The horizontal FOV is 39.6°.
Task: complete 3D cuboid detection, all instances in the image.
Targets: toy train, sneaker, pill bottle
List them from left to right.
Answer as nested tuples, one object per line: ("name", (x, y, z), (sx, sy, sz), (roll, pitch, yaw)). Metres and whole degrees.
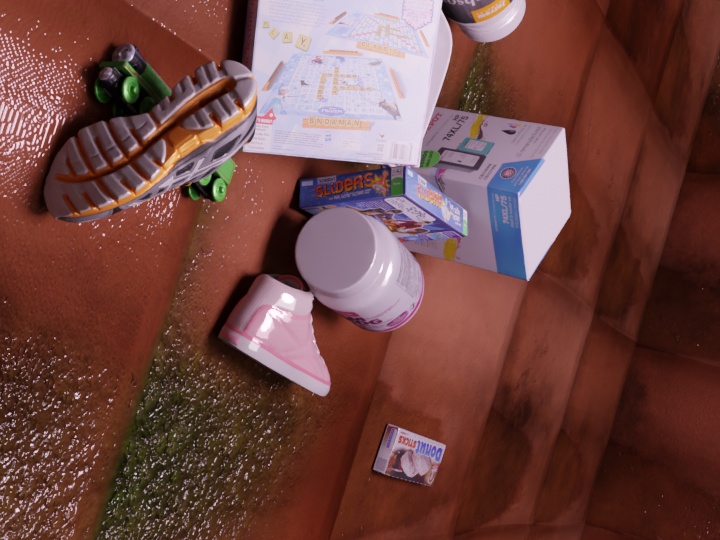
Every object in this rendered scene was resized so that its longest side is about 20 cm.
("sneaker", (-0.167, -0.093, 0.832), (0.199, 0.079, 0.077), (-29, 158, -7))
("toy train", (-0.171, -0.129, 0.902), (0.200, 0.041, 0.057), (53, 48, -55))
("sneaker", (-0.074, 0.070, 1.129), (0.105, 0.075, 0.200), (-63, 145, -11))
("pill bottle", (0.000, 0.000, 1.162), (0.115, 0.112, 0.200), (-70, 160, -8))
("pill bottle", (0.138, -0.380, 1.249), (0.200, 0.115, 0.117), (43, 66, -58))

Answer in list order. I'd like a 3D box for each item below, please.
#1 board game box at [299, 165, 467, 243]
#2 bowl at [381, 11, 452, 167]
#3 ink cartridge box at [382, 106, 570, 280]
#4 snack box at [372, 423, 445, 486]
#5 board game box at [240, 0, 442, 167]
("board game box", (0.032, -0.072, 1.185), (0.200, 0.134, 0.035), (26, 62, -62))
("bowl", (0.023, -0.234, 1.158), (0.200, 0.074, 0.202), (35, 73, -59))
("ink cartridge box", (0.156, -0.106, 1.325), (0.147, 0.198, 0.147), (-51, 142, -36))
("snack box", (0.079, 0.290, 1.559), (0.200, 0.024, 0.073), (33, 73, -60))
("board game box", (-0.021, -0.214, 1.013), (0.198, 0.041, 0.202), (3, 103, -24))
